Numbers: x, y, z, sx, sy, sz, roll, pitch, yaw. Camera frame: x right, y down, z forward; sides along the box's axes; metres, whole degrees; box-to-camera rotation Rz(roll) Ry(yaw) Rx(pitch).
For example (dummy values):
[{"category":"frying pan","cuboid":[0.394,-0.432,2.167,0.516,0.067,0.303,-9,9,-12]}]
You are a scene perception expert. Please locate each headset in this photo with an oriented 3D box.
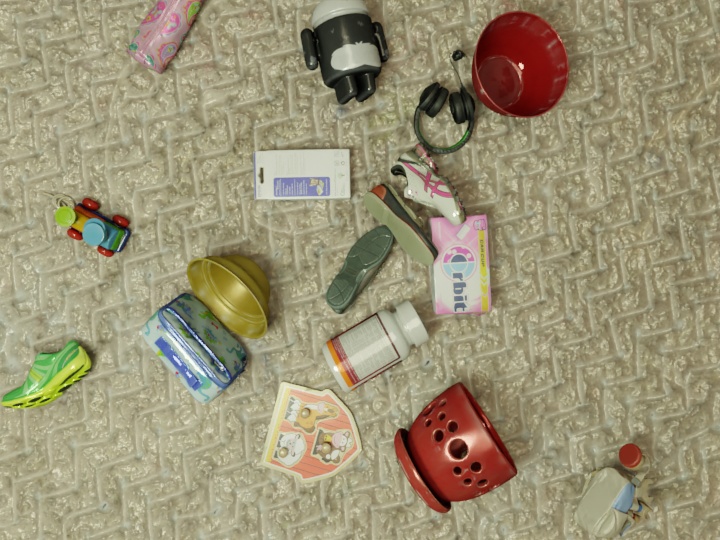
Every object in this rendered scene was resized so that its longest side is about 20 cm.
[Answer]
[{"category":"headset","cuboid":[0.175,-0.341,1.260,0.121,0.094,0.204,11,106,-5]}]

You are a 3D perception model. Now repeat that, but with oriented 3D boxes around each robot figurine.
[{"category":"robot figurine","cuboid":[-0.028,-0.435,1.219,0.123,0.150,0.204,-12,92,28]}]

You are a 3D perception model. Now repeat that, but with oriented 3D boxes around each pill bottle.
[{"category":"pill bottle","cuboid":[0.031,0.147,1.235,0.198,0.110,0.111,-30,91,-1]}]

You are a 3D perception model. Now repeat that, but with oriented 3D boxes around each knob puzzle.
[{"category":"knob puzzle","cuboid":[-0.092,0.342,1.277,0.214,0.030,0.225,0,91,-1]}]

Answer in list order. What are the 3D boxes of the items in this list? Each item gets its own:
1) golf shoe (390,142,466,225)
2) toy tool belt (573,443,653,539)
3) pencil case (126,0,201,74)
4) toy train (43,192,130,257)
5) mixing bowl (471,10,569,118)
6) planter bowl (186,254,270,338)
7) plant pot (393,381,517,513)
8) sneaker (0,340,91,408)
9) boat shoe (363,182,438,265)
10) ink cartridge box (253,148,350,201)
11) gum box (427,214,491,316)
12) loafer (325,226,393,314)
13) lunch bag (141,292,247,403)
[{"category":"golf shoe","cuboid":[0.136,-0.156,1.229,0.091,0.073,0.202,-34,60,4]},{"category":"toy tool belt","cuboid":[0.529,0.453,1.261,0.122,0.125,0.202,29,94,-33]},{"category":"pencil case","cuboid":[-0.380,-0.493,1.229,0.087,0.087,0.202,33,91,-1]},{"category":"toy train","cuboid":[-0.562,-0.105,1.217,0.197,0.116,0.086,29,90,-2]},{"category":"mixing bowl","cuboid":[0.294,-0.386,1.221,0.196,0.108,0.205,1,87,-14]},{"category":"planter bowl","cuboid":[-0.238,0.032,1.220,0.200,0.200,0.084,42,55,-1]},{"category":"plant pot","cuboid":[0.178,0.350,1.203,0.181,0.200,0.202,-37,92,7]},{"category":"sneaker","cuboid":[-0.632,0.213,1.254,0.198,0.074,0.084,-32,67,3]},{"category":"boat shoe","cuboid":[0.089,-0.096,1.233,0.062,0.072,0.200,-33,68,-28]},{"category":"ink cartridge box","cuboid":[-0.118,-0.193,1.262,0.195,0.039,0.102,0,91,-2]},{"category":"gum box","cuboid":[0.199,-0.007,1.256,0.111,0.066,0.205,-3,91,0]},{"category":"loafer","cuboid":[0.000,0.000,1.263,0.071,0.063,0.201,31,75,24]},{"category":"lunch bag","cuboid":[-0.316,0.148,1.201,0.082,0.161,0.201,-40,92,16]}]
